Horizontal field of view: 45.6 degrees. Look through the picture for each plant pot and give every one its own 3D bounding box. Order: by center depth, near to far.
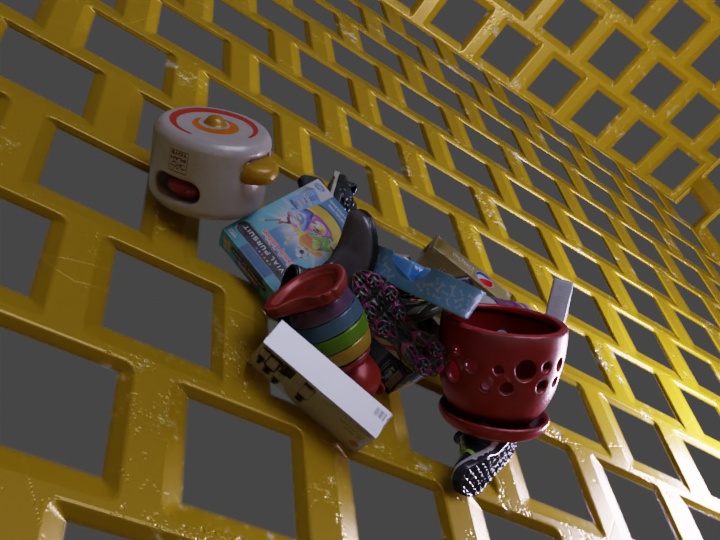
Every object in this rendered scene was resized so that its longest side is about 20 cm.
[{"bbox_3d":[0.214,0.159,1.349,0.199,0.184,0.200,8,11,-2],"label":"plant pot"}]

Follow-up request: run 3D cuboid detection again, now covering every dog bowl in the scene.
[{"bbox_3d":[0.095,0.018,1.311,0.199,0.050,0.111,25,0,34],"label":"dog bowl"}]

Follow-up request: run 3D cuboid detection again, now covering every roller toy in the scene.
[{"bbox_3d":[-0.232,-0.173,1.333,0.181,0.140,0.200,0,30,-22],"label":"roller toy"}]

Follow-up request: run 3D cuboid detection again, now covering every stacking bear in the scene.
[{"bbox_3d":[-0.033,0.103,1.228,0.201,0.121,0.114,66,25,-20],"label":"stacking bear"}]

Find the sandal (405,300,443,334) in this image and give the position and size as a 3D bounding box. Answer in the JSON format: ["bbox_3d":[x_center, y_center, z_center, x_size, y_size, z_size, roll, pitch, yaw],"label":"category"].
[{"bbox_3d":[0.132,0.078,1.449,0.201,0.079,0.058,0,85,-62],"label":"sandal"}]

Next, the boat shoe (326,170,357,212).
[{"bbox_3d":[-0.038,-0.131,1.649,0.066,0.075,0.200,24,21,-7],"label":"boat shoe"}]

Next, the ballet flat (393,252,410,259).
[{"bbox_3d":[0.000,0.000,1.446,0.199,0.068,0.067,-27,71,-35],"label":"ballet flat"}]

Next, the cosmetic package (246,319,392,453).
[{"bbox_3d":[-0.058,0.162,1.178,0.200,0.083,0.051,40,57,-1],"label":"cosmetic package"}]

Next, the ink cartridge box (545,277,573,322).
[{"bbox_3d":[0.335,0.135,1.540,0.040,0.201,0.200,16,-13,13],"label":"ink cartridge box"}]

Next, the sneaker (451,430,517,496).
[{"bbox_3d":[0.175,0.289,1.343,0.082,0.072,0.200,22,19,28],"label":"sneaker"}]

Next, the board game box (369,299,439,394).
[{"bbox_3d":[0.060,0.108,1.445,0.165,0.057,0.200,49,28,16],"label":"board game box"}]

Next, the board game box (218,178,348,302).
[{"bbox_3d":[-0.101,-0.043,1.373,0.200,0.047,0.151,-32,72,-32],"label":"board game box"}]

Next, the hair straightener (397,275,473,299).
[{"bbox_3d":[0.094,0.027,1.411,0.199,0.041,0.077,1,-2,-16],"label":"hair straightener"}]

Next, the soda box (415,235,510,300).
[{"bbox_3d":[0.208,0.021,1.746,0.200,0.068,0.064,38,28,-5],"label":"soda box"}]

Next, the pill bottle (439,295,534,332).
[{"bbox_3d":[0.244,0.105,1.622,0.199,0.112,0.113,12,39,-44],"label":"pill bottle"}]

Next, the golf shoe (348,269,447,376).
[{"bbox_3d":[0.043,0.083,1.307,0.200,0.073,0.092,51,-15,-12],"label":"golf shoe"}]

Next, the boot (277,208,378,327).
[{"bbox_3d":[-0.051,0.000,1.292,0.131,0.201,0.070,7,4,-38],"label":"boot"}]

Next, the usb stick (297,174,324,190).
[{"bbox_3d":[-0.071,-0.097,1.496,0.055,0.033,0.201,17,36,-30],"label":"usb stick"}]
